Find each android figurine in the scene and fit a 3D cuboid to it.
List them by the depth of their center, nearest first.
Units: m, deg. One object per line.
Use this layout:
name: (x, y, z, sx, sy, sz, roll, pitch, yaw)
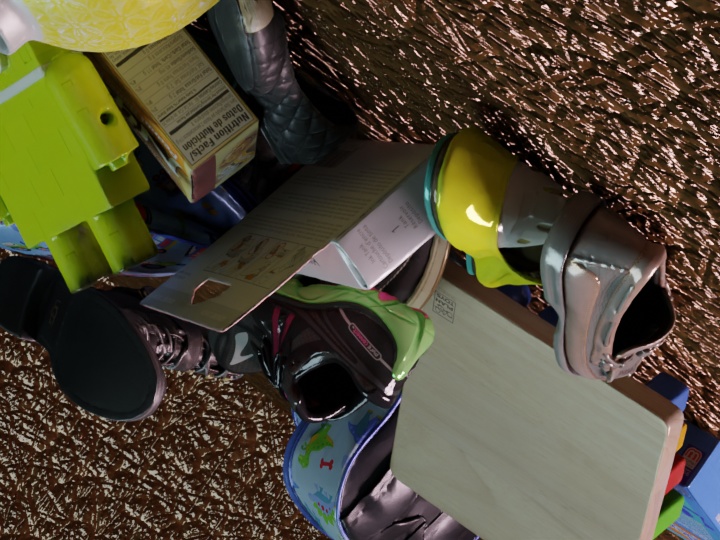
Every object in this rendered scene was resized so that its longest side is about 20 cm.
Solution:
android figurine: (-0.194, -0.085, 1.623, 0.182, 0.041, 0.200, -18, 101, 57)

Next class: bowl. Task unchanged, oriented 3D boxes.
bowl: (-0.182, -0.182, 1.466, 0.200, 0.108, 0.200, 42, 169, 10)

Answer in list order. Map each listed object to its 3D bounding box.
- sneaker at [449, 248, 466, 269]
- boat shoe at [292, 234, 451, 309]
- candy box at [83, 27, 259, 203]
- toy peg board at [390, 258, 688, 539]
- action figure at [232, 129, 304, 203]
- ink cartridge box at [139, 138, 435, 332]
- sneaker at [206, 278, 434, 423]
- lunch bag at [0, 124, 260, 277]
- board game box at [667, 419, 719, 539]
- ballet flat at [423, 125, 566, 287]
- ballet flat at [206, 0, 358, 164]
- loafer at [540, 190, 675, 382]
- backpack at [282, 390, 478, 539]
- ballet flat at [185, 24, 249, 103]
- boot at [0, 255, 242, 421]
sneaker: (-0.003, -0.002, 1.885, 0.200, 0.089, 0.077, 29, 169, 44)
boat shoe: (0.000, -0.001, 1.757, 0.066, 0.072, 0.201, 15, 158, -16)
candy box: (-0.143, -0.141, 1.633, 0.200, 0.055, 0.115, 51, 173, 4)
toy peg board: (0.135, 0.096, 1.793, 0.200, 0.098, 0.199, 33, 138, 25)
action figure: (-0.101, -0.093, 1.847, 0.193, 0.105, 0.200, 29, 157, -1)
ink cartridge box: (-0.034, -0.012, 1.651, 0.044, 0.174, 0.200, 52, 168, -15)
sneaker: (-0.039, 0.053, 1.718, 0.077, 0.084, 0.200, 30, 161, -32)
lunch bag: (-0.148, -0.033, 1.793, 0.151, 0.094, 0.200, -4, 155, 41)
board game box: (0.215, 0.141, 1.943, 0.152, 0.045, 0.200, 30, 169, 33)
ballet flat: (0.084, -0.031, 1.497, 0.067, 0.067, 0.200, 12, 169, 13)
ballet flat: (-0.048, -0.126, 1.575, 0.066, 0.057, 0.200, 61, 178, 26)
loafer: (0.145, 0.022, 1.496, 0.063, 0.072, 0.200, 25, 166, 21)
backpack: (0.038, 0.121, 2.023, 0.147, 0.200, 0.183, 27, 168, 48)
ballet flat: (-0.155, -0.152, 1.752, 0.200, 0.073, 0.073, 32, 171, 13)
boot: (-0.138, 0.047, 1.811, 0.174, 0.069, 0.200, 14, -163, -44)
